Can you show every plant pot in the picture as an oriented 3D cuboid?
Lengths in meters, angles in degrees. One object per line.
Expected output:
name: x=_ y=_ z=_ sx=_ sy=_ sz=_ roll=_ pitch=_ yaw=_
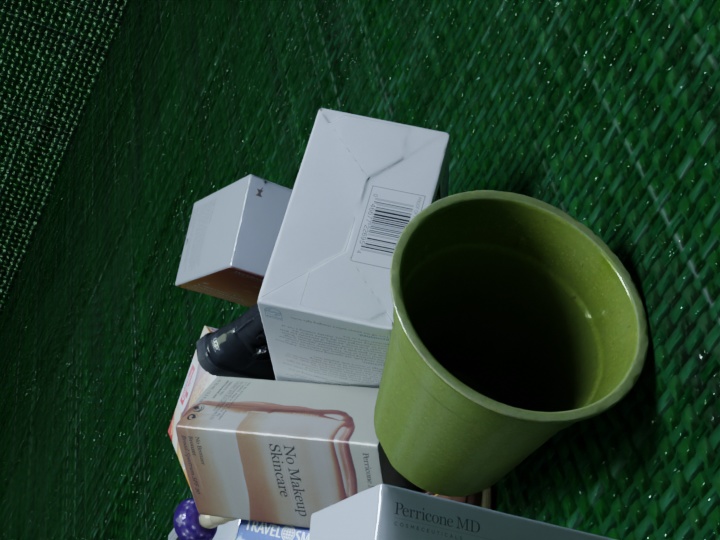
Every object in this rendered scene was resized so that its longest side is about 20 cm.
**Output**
plant pot: x=0.092 y=0.076 z=1.088 sx=0.191 sy=0.197 sz=0.202 roll=114 pitch=160 yaw=-51

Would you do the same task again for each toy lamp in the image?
toy lamp: x=-0.106 y=0.227 z=1.383 sx=0.199 sy=0.058 sz=0.059 roll=-25 pitch=51 yaw=45

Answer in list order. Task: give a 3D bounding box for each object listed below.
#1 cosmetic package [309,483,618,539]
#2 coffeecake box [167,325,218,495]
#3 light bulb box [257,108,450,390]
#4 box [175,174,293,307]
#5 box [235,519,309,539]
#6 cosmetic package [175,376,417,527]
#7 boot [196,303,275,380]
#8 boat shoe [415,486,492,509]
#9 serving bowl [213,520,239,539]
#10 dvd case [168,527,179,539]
cosmetic package: x=0.066 y=0.271 z=0.960 sx=0.123 sy=0.197 sz=0.203 roll=-37 pitch=42 yaw=55
coffeecake box: x=-0.166 y=0.179 z=1.740 sx=0.155 sy=0.072 sz=0.200 roll=-70 pitch=22 yaw=11
light bulb box: x=0.000 y=0.000 z=1.263 sx=0.201 sy=0.123 sz=0.200 roll=84 pitch=-160 yaw=-62
box: x=-0.106 y=-0.023 z=1.632 sx=0.200 sy=0.151 sz=0.108 roll=-15 pitch=60 yaw=65
box: x=-0.065 y=0.298 z=1.246 sx=0.121 sy=0.048 sz=0.203 roll=6 pitch=75 yaw=32
cosmetic package: x=-0.050 y=0.162 z=1.241 sx=0.087 sy=0.197 sz=0.105 roll=-51 pitch=-45 yaw=-53
boot: x=-0.058 y=0.057 z=1.542 sx=0.199 sy=0.164 sz=0.066 roll=-35 pitch=67 yaw=31
boat shoe: x=0.066 y=0.210 z=1.175 sx=0.072 sy=0.067 sz=0.202 roll=-45 pitch=36 yaw=50
serving bowl: x=-0.115 y=0.275 z=1.531 sx=0.201 sy=0.065 sz=0.200 roll=-54 pitch=11 yaw=16
dvd case: x=-0.208 y=0.384 z=1.764 sx=0.151 sy=0.024 sz=0.202 roll=-54 pitch=29 yaw=41
